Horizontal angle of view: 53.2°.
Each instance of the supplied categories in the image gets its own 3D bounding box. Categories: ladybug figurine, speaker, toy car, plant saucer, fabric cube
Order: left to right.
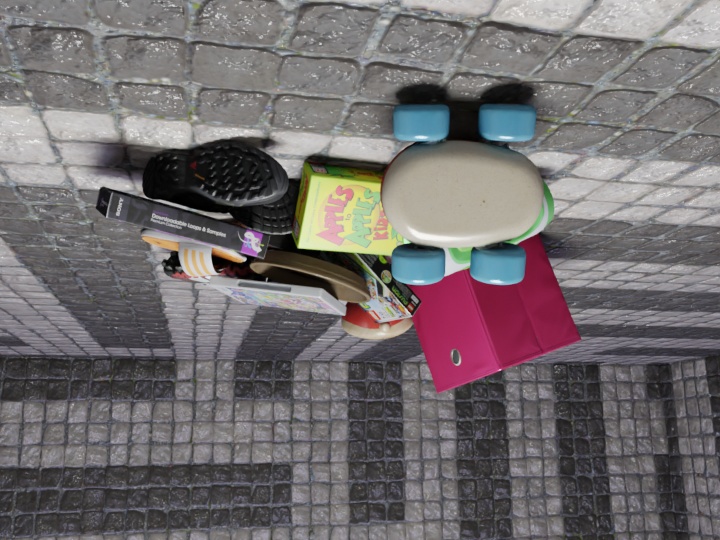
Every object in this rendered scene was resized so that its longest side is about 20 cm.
[{"bbox_3d":[-0.075,0.009,1.125,0.196,0.030,0.200,14,170,3],"label":"plant saucer"},{"bbox_3d":[0.029,0.075,1.333,0.133,0.073,0.200,-9,-170,-10],"label":"ladybug figurine"},{"bbox_3d":[0.106,-0.100,0.836,0.173,0.188,0.200,0,-165,-1],"label":"toy car"},{"bbox_3d":[0.155,-0.060,0.940,0.198,0.090,0.088,-24,175,-21],"label":"speaker"},{"bbox_3d":[0.220,0.074,1.247,0.197,0.203,0.196,-13,168,-31],"label":"fabric cube"}]

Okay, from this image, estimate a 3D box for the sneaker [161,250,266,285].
[{"bbox_3d":[-0.257,0.004,1.298,0.196,0.072,0.099,-3,136,5],"label":"sneaker"}]

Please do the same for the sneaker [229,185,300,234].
[{"bbox_3d":[-0.090,-0.081,1.015,0.196,0.077,0.088,2,172,-11],"label":"sneaker"}]

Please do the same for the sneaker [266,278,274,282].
[{"bbox_3d":[-0.091,-0.030,1.285,0.199,0.088,0.075,-33,107,37],"label":"sneaker"}]

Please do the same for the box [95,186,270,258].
[{"bbox_3d":[-0.229,-0.061,0.915,0.197,0.037,0.143,17,-179,-26],"label":"box"}]

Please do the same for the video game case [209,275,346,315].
[{"bbox_3d":[-0.135,0.043,1.207,0.196,0.018,0.143,6,167,17],"label":"video game case"}]

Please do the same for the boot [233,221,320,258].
[{"bbox_3d":[-0.185,-0.071,1.122,0.197,0.070,0.187,5,171,36],"label":"boot"}]

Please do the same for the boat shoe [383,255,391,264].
[{"bbox_3d":[0.052,-0.062,1.125,0.065,0.071,0.200,-25,159,5],"label":"boat shoe"}]

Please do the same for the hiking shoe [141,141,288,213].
[{"bbox_3d":[-0.169,-0.112,0.900,0.196,0.077,0.100,5,176,21],"label":"hiking shoe"}]

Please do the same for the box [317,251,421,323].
[{"bbox_3d":[0.000,0.000,1.171,0.200,0.035,0.109,48,149,-16],"label":"box"}]

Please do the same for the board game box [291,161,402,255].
[{"bbox_3d":[0.015,-0.077,0.956,0.196,0.103,0.048,4,-152,-20],"label":"board game box"}]

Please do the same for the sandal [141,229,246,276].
[{"bbox_3d":[-0.278,-0.020,1.182,0.203,0.060,0.079,10,168,25],"label":"sandal"}]

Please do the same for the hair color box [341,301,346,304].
[{"bbox_3d":[-0.016,0.048,1.573,0.100,0.062,0.199,-9,163,32],"label":"hair color box"}]
